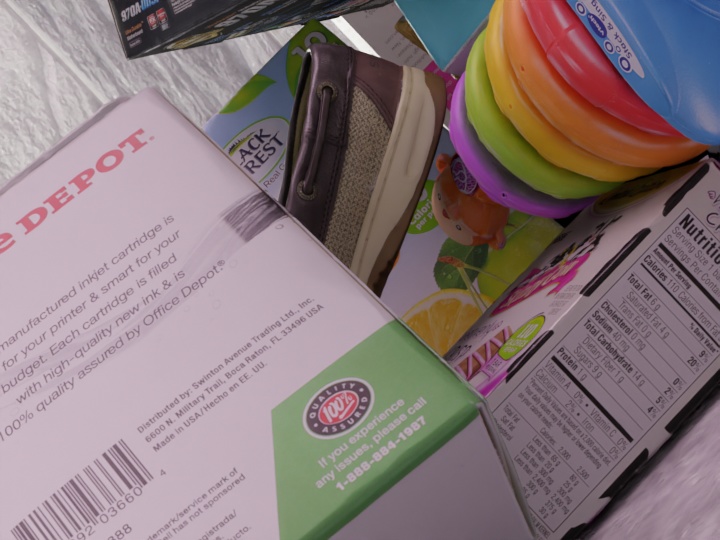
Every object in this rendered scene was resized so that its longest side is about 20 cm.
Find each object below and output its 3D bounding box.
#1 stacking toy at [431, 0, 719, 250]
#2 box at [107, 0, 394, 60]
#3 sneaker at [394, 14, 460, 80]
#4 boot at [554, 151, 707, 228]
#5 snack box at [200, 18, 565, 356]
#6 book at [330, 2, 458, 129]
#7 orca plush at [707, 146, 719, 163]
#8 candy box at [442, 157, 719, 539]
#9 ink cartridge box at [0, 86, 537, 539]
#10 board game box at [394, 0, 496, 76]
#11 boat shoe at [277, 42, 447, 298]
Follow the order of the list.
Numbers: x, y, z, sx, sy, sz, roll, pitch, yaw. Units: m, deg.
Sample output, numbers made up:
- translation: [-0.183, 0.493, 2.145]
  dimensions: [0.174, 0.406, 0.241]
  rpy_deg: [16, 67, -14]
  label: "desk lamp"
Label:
- translation: [0.075, -0.064, 0.754]
  dimensions: [0.109, 0.117, 0.200]
  rpy_deg: [-30, -10, -36]
  label: "stacking toy"
- translation: [0.003, -0.150, 0.886]
  dimensions: [0.158, 0.046, 0.199]
  rpy_deg: [-18, 0, -37]
  label: "box"
- translation: [0.077, -0.123, 0.955]
  dimensions: [0.090, 0.075, 0.200]
  rpy_deg: [-50, -6, 8]
  label: "sneaker"
- translation: [0.138, -0.064, 0.998]
  dimensions: [0.210, 0.080, 0.158]
  rpy_deg: [-29, -20, -27]
  label: "boot"
- translation: [0.000, 0.000, 0.914]
  dimensions: [0.142, 0.200, 0.053]
  rpy_deg: [-44, -28, -7]
  label: "snack box"
- translation: [0.092, -0.117, 1.086]
  dimensions: [0.134, 0.200, 0.048]
  rpy_deg: [-44, 5, -8]
  label: "book"
- translation: [0.181, -0.084, 0.819]
  dimensions: [0.105, 0.071, 0.200]
  rpy_deg: [-45, 5, -5]
  label: "orca plush"
- translation: [0.060, 0.053, 0.748]
  dimensions: [0.200, 0.061, 0.136]
  rpy_deg: [-45, 5, -9]
  label: "candy box"
- translation: [-0.062, 0.052, 0.661]
  dimensions: [0.146, 0.200, 0.084]
  rpy_deg: [-37, -41, -10]
  label: "ink cartridge box"
- translation: [0.129, -0.152, 0.802]
  dimensions: [0.150, 0.047, 0.200]
  rpy_deg: [6, -47, -47]
  label: "board game box"
- translation: [-0.028, 0.010, 0.781]
  dimensions: [0.072, 0.065, 0.203]
  rpy_deg: [160, 132, -82]
  label: "boat shoe"
